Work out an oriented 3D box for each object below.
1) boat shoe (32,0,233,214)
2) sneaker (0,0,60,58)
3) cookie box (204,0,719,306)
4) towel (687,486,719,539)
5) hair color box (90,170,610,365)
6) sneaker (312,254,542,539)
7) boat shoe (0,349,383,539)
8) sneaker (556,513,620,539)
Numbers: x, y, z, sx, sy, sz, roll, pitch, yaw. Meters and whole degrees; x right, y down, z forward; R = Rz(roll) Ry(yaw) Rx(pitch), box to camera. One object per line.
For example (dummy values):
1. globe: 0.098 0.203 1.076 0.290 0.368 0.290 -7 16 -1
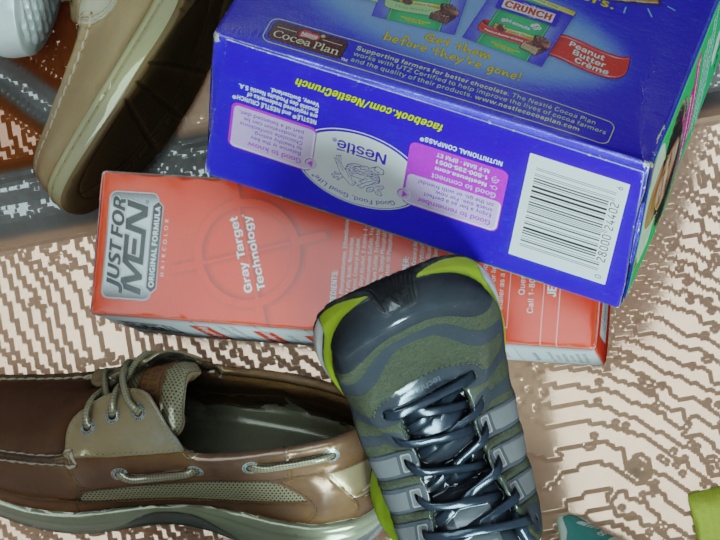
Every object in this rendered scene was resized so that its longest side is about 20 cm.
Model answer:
1. boat shoe: -0.091 -0.119 1.165 0.064 0.071 0.200 25 81 15
2. sneaker: -0.189 -0.178 1.182 0.114 0.073 0.201 -10 74 10
3. cookie box: 0.053 -0.098 1.081 0.171 0.075 0.200 18 44 9
4. towel: 0.239 0.111 1.128 0.200 0.018 0.086 -13 79 7
5. hair color box: 0.000 0.000 1.123 0.200 0.102 0.061 3 85 7
6. sneaker: 0.037 0.069 1.041 0.074 0.200 0.081 -23 52 -2
7. boat shoe: -0.083 0.063 1.133 0.200 0.072 0.076 5 43 1
8. sneaker: 0.047 0.184 1.129 0.200 0.070 0.093 -45 64 4
